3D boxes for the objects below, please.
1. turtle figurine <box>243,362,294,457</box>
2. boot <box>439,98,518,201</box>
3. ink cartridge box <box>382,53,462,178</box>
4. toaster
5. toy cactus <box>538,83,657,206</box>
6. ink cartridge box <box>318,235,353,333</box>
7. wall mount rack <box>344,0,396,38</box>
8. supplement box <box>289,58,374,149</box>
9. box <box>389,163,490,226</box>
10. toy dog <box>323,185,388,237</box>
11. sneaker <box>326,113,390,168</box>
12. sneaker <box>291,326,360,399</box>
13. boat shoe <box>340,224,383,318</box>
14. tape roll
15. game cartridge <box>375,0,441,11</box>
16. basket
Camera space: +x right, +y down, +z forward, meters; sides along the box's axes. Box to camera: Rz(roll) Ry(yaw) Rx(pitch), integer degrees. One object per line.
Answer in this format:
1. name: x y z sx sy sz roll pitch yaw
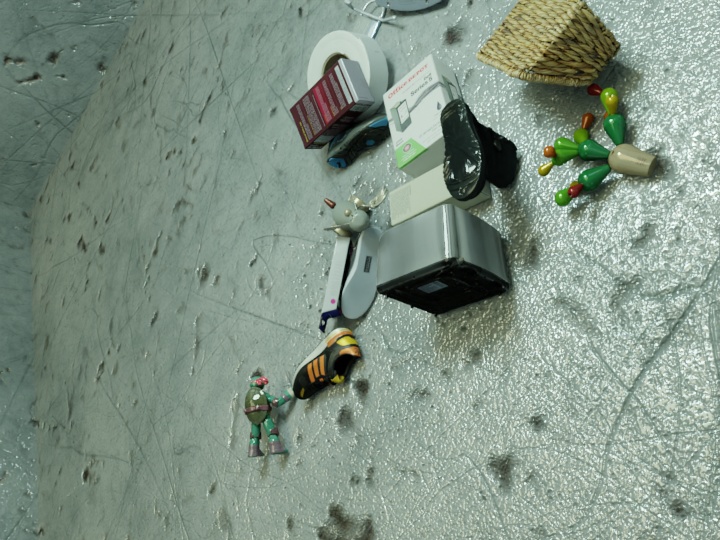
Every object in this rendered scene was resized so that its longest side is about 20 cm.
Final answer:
1. turtle figurine: -0.221 0.318 1.426 0.149 0.100 0.203 -21 67 40
2. boot: 0.216 -0.182 1.080 0.076 0.167 0.202 -28 52 36
3. ink cartridge box: 0.135 -0.310 1.275 0.145 0.083 0.202 -33 54 35
4. toaster: 0.147 -0.012 1.084 0.199 0.180 0.120 -23 59 40
5. toy cactus: 0.379 -0.192 0.981 0.164 0.102 0.202 27 86 38
6. ink cartridge box: -0.051 0.034 1.341 0.037 0.095 0.203 12 79 7
7. wall mount rack: 0.008 -0.566 1.512 0.173 0.074 0.202 31 101 28
8. supplement box: -0.068 -0.374 1.420 0.199 0.060 0.110 -30 77 40
9. box: 0.150 -0.147 1.213 0.199 0.068 0.083 -22 61 40
10. toy dog: -0.032 -0.127 1.326 0.133 0.096 0.200 -60 10 -20
11. sneaker: -0.010 -0.317 1.441 0.199 0.073 0.083 -25 57 38
12. sneaker: -0.074 0.216 1.320 0.201 0.070 0.090 -52 42 18
13. boat shoe: 0.000 0.000 1.327 0.066 0.069 0.203 -134 54 -75
14. tape roll: -0.032 -0.451 1.460 0.201 0.070 0.205 10 105 40
15. game cartridge: 0.101 -0.654 1.401 0.199 0.134 0.040 19 52 41
16. basket: 0.313 -0.358 1.048 0.149 0.142 0.200 -50 28 13
